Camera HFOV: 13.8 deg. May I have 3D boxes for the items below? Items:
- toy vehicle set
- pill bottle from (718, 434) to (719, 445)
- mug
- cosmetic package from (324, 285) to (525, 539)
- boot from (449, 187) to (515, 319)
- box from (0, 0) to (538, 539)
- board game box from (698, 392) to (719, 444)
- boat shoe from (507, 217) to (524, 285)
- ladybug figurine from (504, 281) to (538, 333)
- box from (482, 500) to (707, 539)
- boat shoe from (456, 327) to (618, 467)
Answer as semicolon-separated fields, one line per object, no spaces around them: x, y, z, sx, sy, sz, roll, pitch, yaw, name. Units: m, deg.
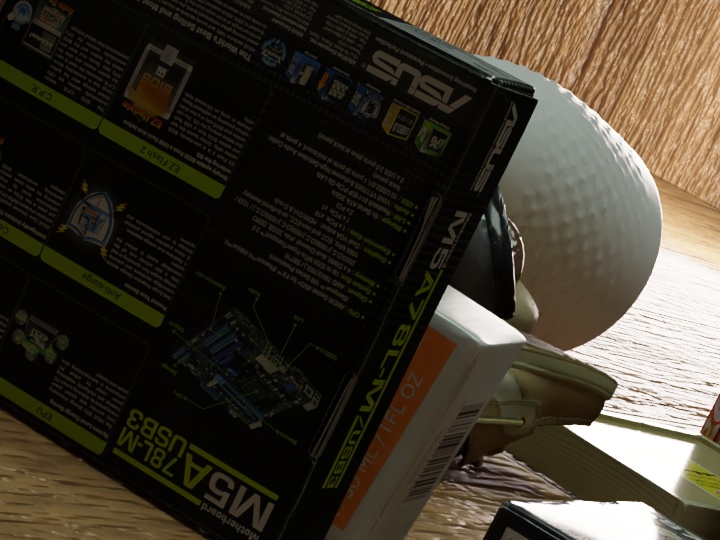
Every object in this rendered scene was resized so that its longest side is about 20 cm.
0.164;0.111;1.520;0.124;0.027;0.200;32;10;37;toy vehicle set
0.309;0.109;1.667;0.200;0.115;0.114;25;8;-5;pill bottle
0.055;-0.056;1.709;0.200;0.148;0.175;29;-3;32;mug
-0.049;0.015;1.155;0.200;0.102;0.071;33;9;14;cosmetic package
-0.018;-0.033;1.361;0.131;0.070;0.200;-14;41;-17;boot
-0.063;-0.023;1.086;0.200;0.193;0.047;28;10;23;box
0.310;0.049;1.750;0.151;0.200;0.046;26;8;-4;board game box
-0.024;-0.011;1.434;0.202;0.075;0.075;11;-31;1;boat shoe
0.000;0.000;1.554;0.200;0.072;0.136;31;9;33;ladybug figurine
0.154;0.154;1.149;0.200;0.049;0.161;29;11;23;box
0.039;0.054;1.358;0.200;0.067;0.074;14;7;-45;boat shoe
